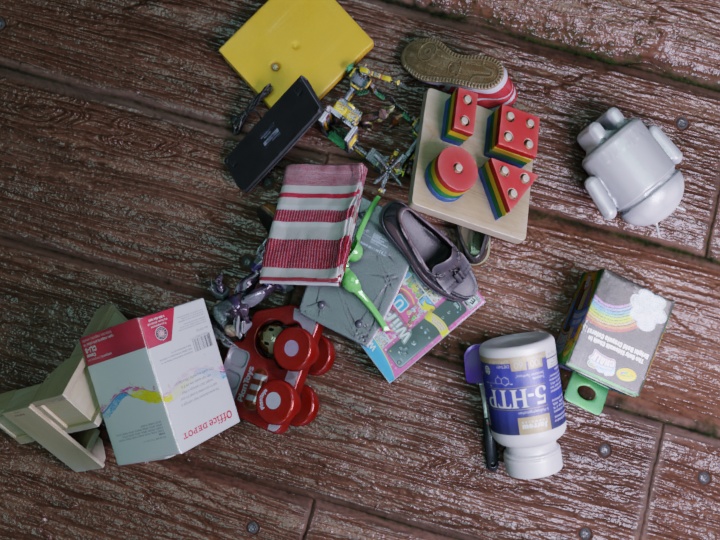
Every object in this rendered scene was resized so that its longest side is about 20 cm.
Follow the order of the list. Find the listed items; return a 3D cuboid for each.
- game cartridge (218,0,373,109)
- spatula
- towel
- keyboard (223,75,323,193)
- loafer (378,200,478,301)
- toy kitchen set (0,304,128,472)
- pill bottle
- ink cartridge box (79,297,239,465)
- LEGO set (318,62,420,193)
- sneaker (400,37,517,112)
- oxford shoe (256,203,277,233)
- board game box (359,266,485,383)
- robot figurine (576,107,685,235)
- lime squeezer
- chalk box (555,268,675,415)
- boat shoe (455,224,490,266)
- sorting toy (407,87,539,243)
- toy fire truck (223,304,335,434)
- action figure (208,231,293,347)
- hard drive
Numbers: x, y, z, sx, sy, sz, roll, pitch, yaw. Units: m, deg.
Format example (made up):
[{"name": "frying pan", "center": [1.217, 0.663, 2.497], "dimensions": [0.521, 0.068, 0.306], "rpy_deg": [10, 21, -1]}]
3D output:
[{"name": "game cartridge", "center": [-0.105, -0.364, 1.417], "dimensions": [0.200, 0.032, 0.177], "rpy_deg": [-43, 87, -4]}, {"name": "spatula", "center": [0.201, 0.219, 1.379], "dimensions": [0.055, 0.021, 0.205], "rpy_deg": [-6, 87, -3]}, {"name": "towel", "center": [-0.073, -0.074, 1.306], "dimensions": [0.141, 0.023, 0.204], "rpy_deg": [1, 64, 25]}, {"name": "keyboard", "center": [-0.148, -0.230, 1.377], "dimensions": [0.199, 0.020, 0.128], "rpy_deg": [-42, 65, 22]}, {"name": "loafer", "center": [0.108, -0.023, 1.285], "dimensions": [0.200, 0.063, 0.072], "rpy_deg": [44, 77, -17]}, {"name": "toy kitchen set", "center": [-0.444, 0.196, 1.380], "dimensions": [0.197, 0.183, 0.164], "rpy_deg": [-16, 128, 32]}, {"name": "pill bottle", "center": [0.253, 0.206, 1.326], "dimensions": [0.117, 0.120, 0.205], "rpy_deg": [-10, 94, 1]}, {"name": "ink cartridge box", "center": [-0.299, 0.167, 1.295], "dimensions": [0.142, 0.144, 0.205], "rpy_deg": [-17, 90, 32]}, {"name": "LEGO set", "center": [0.026, -0.234, 1.360], "dimensions": [0.154, 0.116, 0.200], "rpy_deg": [-45, 87, -1]}, {"name": "sneaker", "center": [0.162, -0.310, 1.396], "dimensions": [0.198, 0.112, 0.072], "rpy_deg": [26, 90, 33]}, {"name": "oxford shoe", "center": [-0.078, -0.051, 1.386], "dimensions": [0.198, 0.071, 0.072], "rpy_deg": [36, 68, -2]}, {"name": "board game box", "center": [0.078, 0.058, 1.371], "dimensions": [0.199, 0.064, 0.148], "rpy_deg": [-40, 86, -1]}, {"name": "robot figurine", "center": [0.425, -0.154, 1.349], "dimensions": [0.169, 0.113, 0.201], "rpy_deg": [-38, 87, -8]}, {"name": "lime squeezer", "center": [0.004, -0.011, 1.283], "dimensions": [0.069, 0.038, 0.205], "rpy_deg": [-4, 84, -1]}, {"name": "chalk box", "center": [0.376, 0.116, 1.331], "dimensions": [0.123, 0.124, 0.204], "rpy_deg": [24, 88, 2]}, {"name": "boat shoe", "center": [0.181, -0.111, 1.376], "dimensions": [0.071, 0.065, 0.205], "rpy_deg": [-7, 86, 1]}, {"name": "sorting toy", "center": [0.186, -0.170, 1.322], "dimensions": [0.196, 0.070, 0.203], "rpy_deg": [16, 69, -17]}, {"name": "toy fire truck", "center": [-0.142, 0.149, 1.356], "dimensions": [0.165, 0.112, 0.204], "rpy_deg": [17, 86, 21]}, {"name": "action figure", "center": [-0.184, 0.040, 1.357], "dimensions": [0.200, 0.070, 0.130], "rpy_deg": [-43, 51, -5]}, {"name": "hard drive", "center": [0.000, 0.000, 1.322], "dimensions": [0.133, 0.042, 0.204], "rpy_deg": [25, 85, 2]}]
